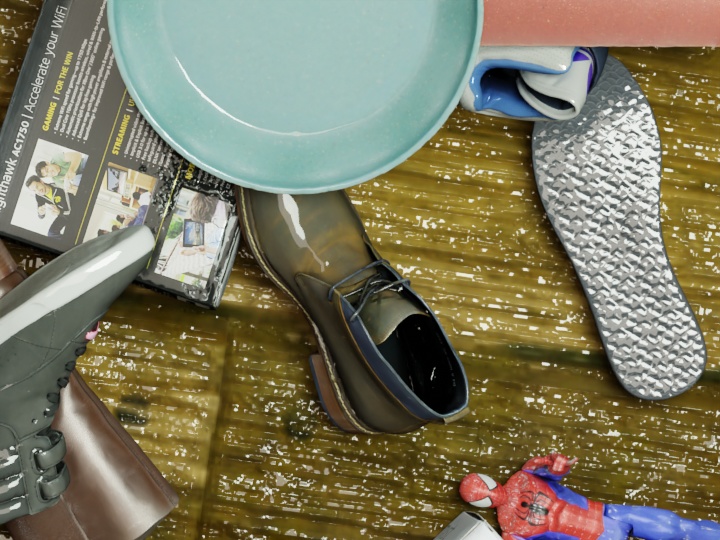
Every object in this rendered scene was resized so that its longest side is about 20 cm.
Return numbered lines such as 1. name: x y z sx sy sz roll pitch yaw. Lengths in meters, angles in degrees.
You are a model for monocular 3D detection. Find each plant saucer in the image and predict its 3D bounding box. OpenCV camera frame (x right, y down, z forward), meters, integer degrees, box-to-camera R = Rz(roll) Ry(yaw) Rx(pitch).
1. plant saucer: -0.034 -0.142 1.292 0.198 0.036 0.202 0 108 1
2. plant saucer: 0.154 -0.205 1.332 0.198 0.037 0.201 1 49 13

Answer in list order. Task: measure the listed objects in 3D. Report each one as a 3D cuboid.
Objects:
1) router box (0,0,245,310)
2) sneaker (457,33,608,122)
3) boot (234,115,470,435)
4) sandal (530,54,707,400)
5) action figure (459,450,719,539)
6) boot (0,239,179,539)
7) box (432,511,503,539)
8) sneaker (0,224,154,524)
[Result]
1. router box: -0.119 -0.096 1.380 0.148 0.051 0.202 19 87 -2
2. sneaker: 0.136 -0.137 1.355 0.198 0.081 0.147 -7 50 3
3. boot: 0.000 0.000 1.342 0.074 0.097 0.201 -33 109 -29
4. sandal: 0.146 -0.024 1.408 0.075 0.043 0.202 -13 93 5
5. action figure: 0.153 0.151 1.375 0.198 0.099 0.066 17 86 -1
6. boot: -0.222 0.107 1.366 0.186 0.064 0.201 -30 102 11
7. box: 0.067 0.267 1.361 0.176 0.097 0.200 -43 91 -5
8. sneaker: -0.169 0.064 1.302 0.200 0.071 0.099 -38 101 5
